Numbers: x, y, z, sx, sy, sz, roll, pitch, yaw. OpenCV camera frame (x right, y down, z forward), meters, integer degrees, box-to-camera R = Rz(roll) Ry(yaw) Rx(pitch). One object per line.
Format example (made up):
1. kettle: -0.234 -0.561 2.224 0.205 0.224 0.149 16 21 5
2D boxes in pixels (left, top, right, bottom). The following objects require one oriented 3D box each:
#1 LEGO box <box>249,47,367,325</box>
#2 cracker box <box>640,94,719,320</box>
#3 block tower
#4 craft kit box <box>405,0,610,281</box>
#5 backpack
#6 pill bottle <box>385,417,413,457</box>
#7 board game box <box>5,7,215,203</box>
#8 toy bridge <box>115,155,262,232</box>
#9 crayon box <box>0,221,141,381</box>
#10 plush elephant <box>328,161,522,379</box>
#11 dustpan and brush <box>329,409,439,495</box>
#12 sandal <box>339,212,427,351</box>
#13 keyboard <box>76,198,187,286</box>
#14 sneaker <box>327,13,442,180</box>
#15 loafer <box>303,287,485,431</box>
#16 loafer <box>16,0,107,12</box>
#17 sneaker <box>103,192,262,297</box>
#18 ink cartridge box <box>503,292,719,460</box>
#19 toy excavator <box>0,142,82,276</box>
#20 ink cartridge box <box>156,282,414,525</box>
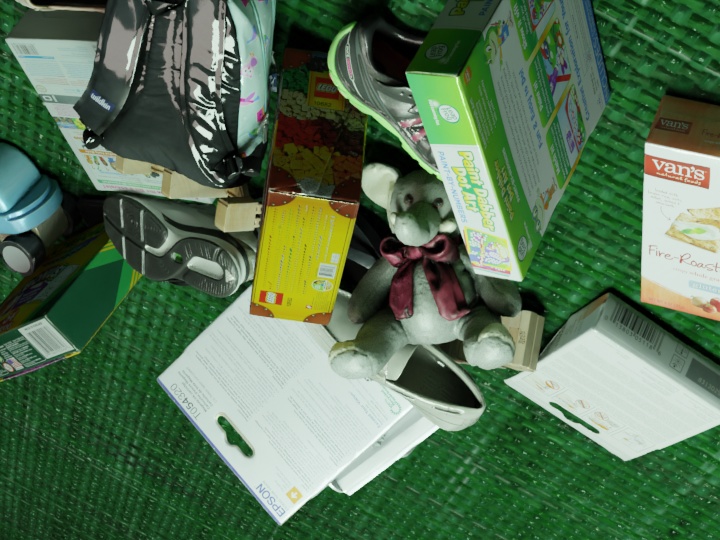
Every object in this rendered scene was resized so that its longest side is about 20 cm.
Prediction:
1. LEGO box: -0.046 -0.069 1.300 0.076 0.150 0.201 7 147 -5
2. cracker box: 0.294 -0.039 1.183 0.133 0.058 0.201 14 144 20
3. block tower: 0.084 0.062 1.467 0.198 0.058 0.054 7 172 32
4. craft kit box: 0.113 -0.132 1.061 0.048 0.198 0.201 7 142 27
5. backpack: -0.143 -0.183 1.226 0.165 0.127 0.201 14 131 6
6. pill bottle: -0.027 0.118 1.594 0.198 0.112 0.112 17 146 18
7. board game box: -0.220 -0.159 1.402 0.146 0.065 0.201 9 141 29
8. toy bridge: -0.144 -0.078 1.318 0.199 0.067 0.028 28 116 48
9. crayon box: -0.319 0.027 1.599 0.199 0.173 0.058 -19 120 47
10. plush elephant: 0.062 -0.016 1.317 0.163 0.200 0.156 -3 115 21
11. dustpan and brush: -0.029 0.113 1.504 0.139 0.057 0.201 -38 79 16
12. sandal: 0.000 0.000 1.429 0.200 0.043 0.076 43 140 14
13. keyboard: -0.210 -0.027 1.619 0.198 0.021 0.128 7 136 31
14. sneaker: 0.064 -0.135 1.208 0.199 0.077 0.084 32 152 -8
15. loafer: 0.033 0.076 1.388 0.199 0.070 0.070 33 158 -7
16. loafer: -0.269 -0.258 1.300 0.198 0.063 0.072 6 142 31
17. sneaker: -0.158 -0.039 1.483 0.199 0.115 0.076 23 125 34
18. ink cartridge box: 0.251 0.109 1.444 0.161 0.050 0.200 33 156 -8
19. toy excavator: -0.422 -0.107 1.616 0.193 0.100 0.201 4 127 30
20. ink cartridge box: -0.069 0.113 1.473 0.200 0.043 0.197 -42 86 17
